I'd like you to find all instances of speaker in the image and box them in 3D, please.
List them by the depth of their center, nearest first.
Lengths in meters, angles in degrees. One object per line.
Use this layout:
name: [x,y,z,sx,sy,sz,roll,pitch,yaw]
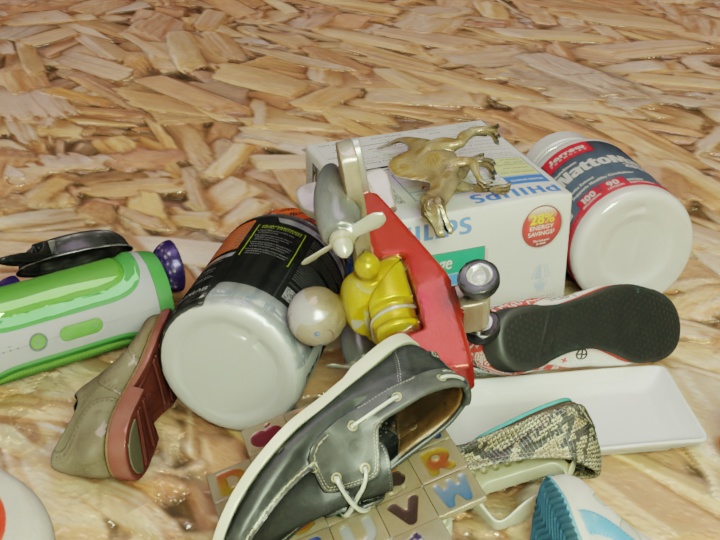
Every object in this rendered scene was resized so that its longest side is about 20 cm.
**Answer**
speaker: [-0.266,0.043,1.020,0.198,0.089,0.088,-17,31,-26]

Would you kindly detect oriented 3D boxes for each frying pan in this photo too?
frying pan: [-0.298,-0.013,1.109,0.114,0.031,0.189,-18,-7,33]

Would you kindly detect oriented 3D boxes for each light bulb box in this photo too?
light bulb box: [0.068,-0.042,1.120,0.196,0.126,0.200,-10,30,-16]

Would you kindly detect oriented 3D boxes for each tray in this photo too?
tray: [0.158,0.117,0.920,0.197,0.022,0.108,-4,27,-4]

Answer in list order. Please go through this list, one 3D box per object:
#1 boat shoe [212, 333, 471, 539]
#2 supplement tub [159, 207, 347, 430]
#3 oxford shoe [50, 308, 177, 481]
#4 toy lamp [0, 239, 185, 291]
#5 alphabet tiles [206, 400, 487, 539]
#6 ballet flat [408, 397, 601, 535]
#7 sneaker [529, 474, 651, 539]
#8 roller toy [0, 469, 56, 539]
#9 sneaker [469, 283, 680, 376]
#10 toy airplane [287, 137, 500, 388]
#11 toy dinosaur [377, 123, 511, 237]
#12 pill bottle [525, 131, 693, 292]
boat shoe: [-0.012,0.121,0.744,0.067,0.072,0.200,34,60,29]
supplement tub: [-0.080,0.031,0.990,0.121,0.124,0.200,5,28,13]
oxford shoe: [-0.192,0.091,0.942,0.074,0.071,0.200,-4,25,8]
toy lamp: [-0.265,0.018,1.100,0.198,0.059,0.058,-17,31,-28]
alphabet tiles: [-0.014,0.144,0.781,0.165,0.006,0.200,-22,30,-7]
ballet flat: [0.077,0.147,0.822,0.198,0.068,0.076,-13,60,-8]
sneaker: [0.169,0.199,0.717,0.080,0.077,0.200,-4,32,-23]
roller toy: [-0.256,0.199,0.658,0.181,0.141,0.200,-17,32,-27]
sneaker: [0.163,0.050,0.985,0.199,0.068,0.108,-5,-2,-30]
toy airplane: [0.000,0.000,0.893,0.140,0.202,0.199,-30,12,-14]
toy dinosaur: [0.071,-0.099,1.030,0.100,0.059,0.201,-8,29,-7]
pill bottle: [0.229,-0.061,1.153,0.118,0.121,0.200,-7,27,-11]
